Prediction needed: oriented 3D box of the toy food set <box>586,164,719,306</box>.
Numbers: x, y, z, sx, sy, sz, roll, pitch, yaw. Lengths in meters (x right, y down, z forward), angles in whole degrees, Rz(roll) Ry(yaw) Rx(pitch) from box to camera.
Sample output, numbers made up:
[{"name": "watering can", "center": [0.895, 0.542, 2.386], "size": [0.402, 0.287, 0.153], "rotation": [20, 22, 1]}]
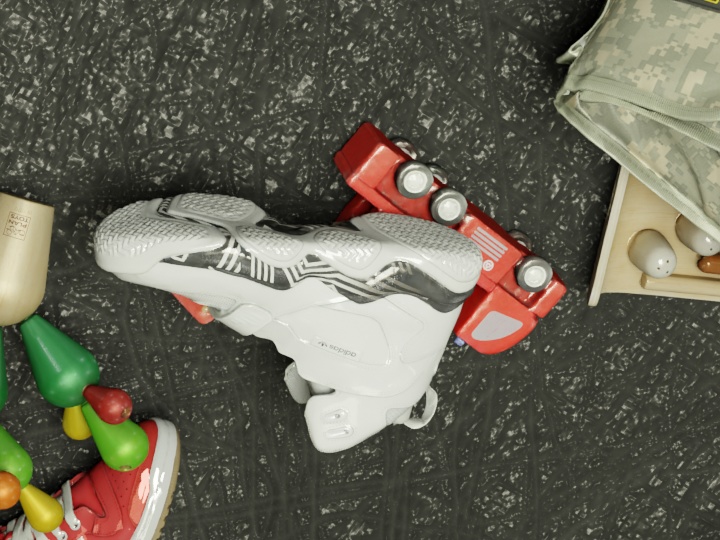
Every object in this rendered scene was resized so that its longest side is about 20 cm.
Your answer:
[{"name": "toy food set", "center": [0.234, -0.039, 0.942], "size": [0.199, 0.060, 0.144], "rotation": [5, 110, -13]}]

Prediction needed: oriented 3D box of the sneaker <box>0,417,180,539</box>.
[{"name": "sneaker", "center": [-0.187, 0.152, 0.931], "size": [0.112, 0.071, 0.201], "rotation": [26, 106, -22]}]

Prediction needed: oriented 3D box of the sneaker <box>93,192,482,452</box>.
[{"name": "sneaker", "center": [-0.040, 0.029, 0.855], "size": [0.199, 0.075, 0.116], "rotation": [4, 110, -16]}]

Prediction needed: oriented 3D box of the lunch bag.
[{"name": "lunch bag", "center": [0.214, -0.103, 0.847], "size": [0.199, 0.118, 0.164], "rotation": [33, 72, -1]}]

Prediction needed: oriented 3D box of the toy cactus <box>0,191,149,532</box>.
[{"name": "toy cactus", "center": [-0.203, 0.041, 0.876], "size": [0.199, 0.102, 0.166], "rotation": [16, 92, 5]}]

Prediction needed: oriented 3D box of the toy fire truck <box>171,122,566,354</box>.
[{"name": "toy fire truck", "center": [0.000, 0.000, 0.919], "size": [0.200, 0.049, 0.141], "rotation": [37, 101, -22]}]
